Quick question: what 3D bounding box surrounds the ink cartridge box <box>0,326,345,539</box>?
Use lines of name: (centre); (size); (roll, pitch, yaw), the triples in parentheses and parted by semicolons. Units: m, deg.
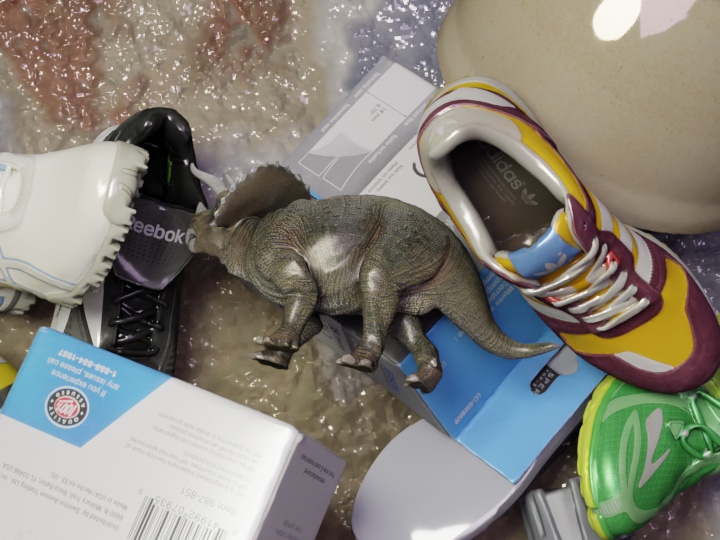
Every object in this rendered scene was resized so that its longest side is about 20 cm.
ink cartridge box: (-0.116, 0.148, 0.732); (0.145, 0.084, 0.200); (20, 80, 21)

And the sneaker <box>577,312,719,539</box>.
sneaker: (0.190, 0.070, 0.826); (0.200, 0.083, 0.074); (-33, 111, -29)

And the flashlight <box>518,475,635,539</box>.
flashlight: (0.133, 0.208, 0.824); (0.068, 0.068, 0.201); (-17, 78, -5)

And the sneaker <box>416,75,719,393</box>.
sneaker: (0.099, -0.003, 0.757); (0.200, 0.090, 0.075); (43, 110, -9)

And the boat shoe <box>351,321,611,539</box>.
boat shoe: (0.080, 0.090, 0.853); (0.200, 0.057, 0.069); (-41, 63, -13)

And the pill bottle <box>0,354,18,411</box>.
pill bottle: (-0.264, 0.046, 0.816); (0.200, 0.111, 0.111); (43, 77, 7)

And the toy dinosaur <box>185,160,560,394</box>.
toy dinosaur: (0.000, 0.000, 0.764); (0.199, 0.077, 0.103); (8, 75, 9)

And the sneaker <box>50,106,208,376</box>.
sneaker: (-0.121, 0.000, 0.837); (0.066, 0.090, 0.201); (11, 69, -21)

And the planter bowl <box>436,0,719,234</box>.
planter bowl: (0.158, -0.136, 0.833); (0.200, 0.135, 0.201); (16, 42, -15)

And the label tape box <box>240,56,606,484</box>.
label tape box: (0.046, -0.006, 0.843); (0.200, 0.063, 0.144); (35, 73, 25)

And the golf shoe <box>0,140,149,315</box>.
golf shoe: (-0.183, -0.027, 0.794); (0.097, 0.200, 0.079); (25, 63, -31)
